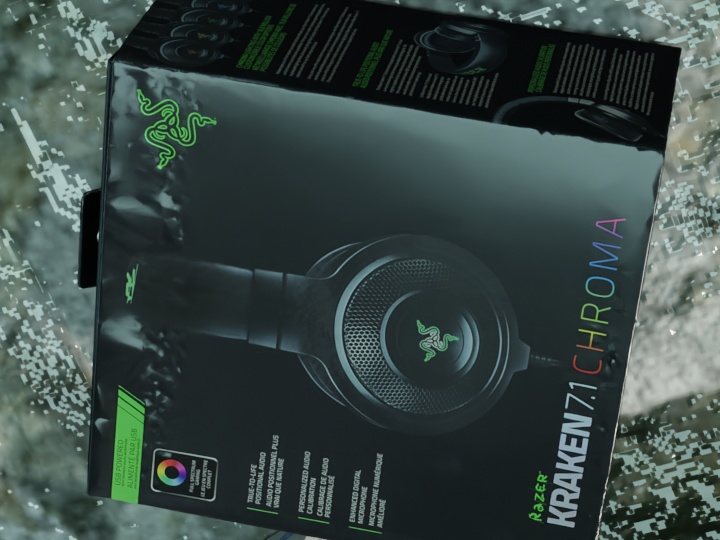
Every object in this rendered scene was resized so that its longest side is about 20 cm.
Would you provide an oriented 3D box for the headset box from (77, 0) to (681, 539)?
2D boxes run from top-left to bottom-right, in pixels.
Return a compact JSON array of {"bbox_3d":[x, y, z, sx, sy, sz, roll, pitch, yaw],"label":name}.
[{"bbox_3d":[0.000,0.000,0.835,0.199,0.093,0.175,11,117,6],"label":"headset box"}]

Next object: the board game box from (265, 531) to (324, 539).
[{"bbox_3d":[-0.010,0.209,0.975,0.134,0.034,0.200,-33,106,24],"label":"board game box"}]
